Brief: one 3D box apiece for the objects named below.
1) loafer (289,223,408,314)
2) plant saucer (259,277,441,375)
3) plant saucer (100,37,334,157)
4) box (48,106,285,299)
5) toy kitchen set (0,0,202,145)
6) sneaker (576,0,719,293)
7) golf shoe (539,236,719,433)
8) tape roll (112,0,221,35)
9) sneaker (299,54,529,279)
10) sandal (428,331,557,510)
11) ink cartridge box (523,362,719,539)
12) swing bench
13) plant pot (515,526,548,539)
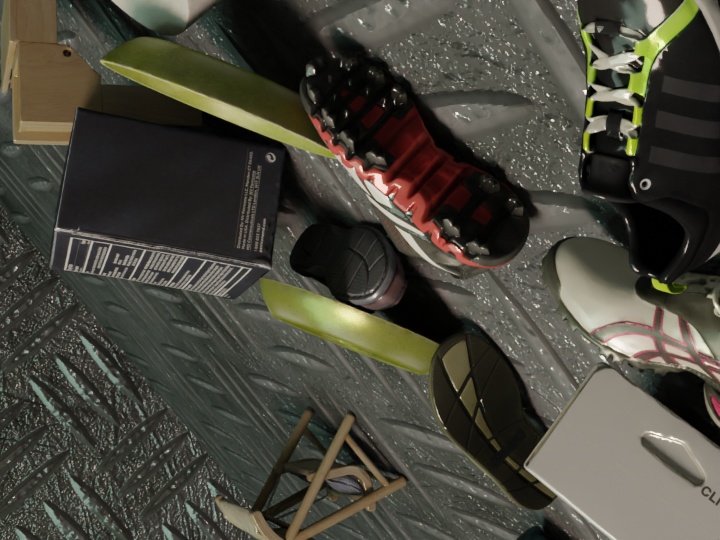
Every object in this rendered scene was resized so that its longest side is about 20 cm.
[{"bbox_3d":[0.000,0.000,1.093,0.063,0.072,0.200,34,175,-27],"label":"loafer"},{"bbox_3d":[-0.006,0.057,1.115,0.198,0.031,0.200,20,174,2],"label":"plant saucer"},{"bbox_3d":[-0.102,-0.137,0.928,0.198,0.031,0.200,22,-178,-1],"label":"plant saucer"},{"bbox_3d":[-0.191,-0.058,1.154,0.196,0.125,0.200,9,168,-15],"label":"box"},{"bbox_3d":[-0.270,-0.224,1.213,0.163,0.178,0.203,157,111,-68],"label":"toy kitchen set"},{"bbox_3d":[0.140,-0.069,0.578,0.071,0.083,0.201,22,149,52],"label":"sneaker"},{"bbox_3d":[0.197,0.026,0.697,0.199,0.077,0.089,36,139,25],"label":"golf shoe"},{"bbox_3d":[-0.169,-0.275,0.876,0.202,0.071,0.203,41,161,17],"label":"tape roll"},{"bbox_3d":[0.029,-0.067,0.854,0.200,0.071,0.098,43,159,8],"label":"sneaker"},{"bbox_3d":[0.117,0.139,1.085,0.202,0.079,0.057,57,173,-28],"label":"sandal"},{"bbox_3d":[0.205,0.146,0.772,0.144,0.084,0.200,38,-178,26],"label":"ink cartridge box"},{"bbox_3d":[-0.075,0.308,1.664,0.130,0.200,0.199,50,162,-12],"label":"swing bench"},{"bbox_3d":[0.218,0.406,1.242,0.195,0.201,0.201,29,156,26],"label":"plant pot"}]
